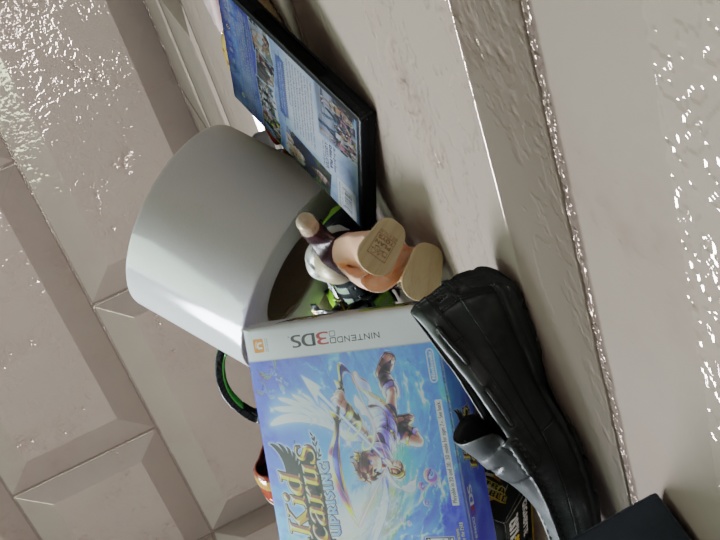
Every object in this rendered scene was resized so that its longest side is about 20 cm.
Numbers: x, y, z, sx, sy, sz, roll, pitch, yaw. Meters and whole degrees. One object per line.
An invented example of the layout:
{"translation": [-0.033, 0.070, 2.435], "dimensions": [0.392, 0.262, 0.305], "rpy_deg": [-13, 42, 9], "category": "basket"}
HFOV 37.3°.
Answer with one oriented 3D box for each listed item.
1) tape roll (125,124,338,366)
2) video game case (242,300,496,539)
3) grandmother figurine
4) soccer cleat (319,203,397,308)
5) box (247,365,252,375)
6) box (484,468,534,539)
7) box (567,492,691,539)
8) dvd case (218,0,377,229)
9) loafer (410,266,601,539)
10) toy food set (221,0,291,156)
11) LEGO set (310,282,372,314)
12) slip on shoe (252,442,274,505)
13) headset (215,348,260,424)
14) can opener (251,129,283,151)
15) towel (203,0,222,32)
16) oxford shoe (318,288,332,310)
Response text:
{"translation": [-0.116, -0.024, 1.054], "dimensions": [0.138, 0.203, 0.203], "rpy_deg": [26, 159, 16], "category": "tape roll"}
{"translation": [0.004, 0.131, 0.851], "dimensions": [0.045, 0.180, 0.202], "rpy_deg": [-13, -87, -58], "category": "video game case"}
{"translation": [-0.004, -0.010, 0.878], "dimensions": [0.121, 0.061, 0.200], "rpy_deg": [40, 169, -12], "category": "grandmother figurine"}
{"translation": [0.000, 0.000, 1.046], "dimensions": [0.081, 0.067, 0.200], "rpy_deg": [41, 163, 21], "category": "soccer cleat"}
{"translation": [-0.039, 0.135, 1.287], "dimensions": [0.201, 0.147, 0.104], "rpy_deg": [65, -173, -2], "category": "box"}
{"translation": [0.053, 0.204, 0.934], "dimensions": [0.199, 0.049, 0.160], "rpy_deg": [20, 146, 28], "category": "box"}
{"translation": [0.125, 0.238, 0.590], "dimensions": [0.107, 0.148, 0.201], "rpy_deg": [59, 169, 35], "category": "box"}
{"translation": [-0.053, -0.142, 0.901], "dimensions": [0.200, 0.017, 0.143], "rpy_deg": [47, 158, 27], "category": "dvd case"}
{"translation": [0.092, 0.097, 0.667], "dimensions": [0.068, 0.070, 0.202], "rpy_deg": [-157, 43, -79], "category": "loafer"}
{"translation": [-0.093, -0.197, 1.078], "dimensions": [0.198, 0.048, 0.201], "rpy_deg": [88, 157, -69], "category": "toy food set"}
{"translation": [0.040, 0.095, 0.972], "dimensions": [0.153, 0.116, 0.200], "rpy_deg": [-10, 123, 52], "category": "LEGO set"}
{"translation": [-0.045, 0.129, 1.028], "dimensions": [0.074, 0.201, 0.061], "rpy_deg": [13, 157, 30], "category": "slip on shoe"}
{"translation": [-0.067, 0.129, 1.189], "dimensions": [0.199, 0.124, 0.094], "rpy_deg": [28, -172, -13], "category": "headset"}
{"translation": [-0.080, -0.071, 1.267], "dimensions": [0.053, 0.066, 0.202], "rpy_deg": [134, 122, -80], "category": "can opener"}
{"translation": [-0.197, -0.399, 1.218], "dimensions": [0.191, 0.032, 0.201], "rpy_deg": [82, 162, -67], "category": "towel"}
{"translation": [-0.049, 0.030, 1.181], "dimensions": [0.071, 0.074, 0.201], "rpy_deg": [107, 157, -56], "category": "oxford shoe"}
